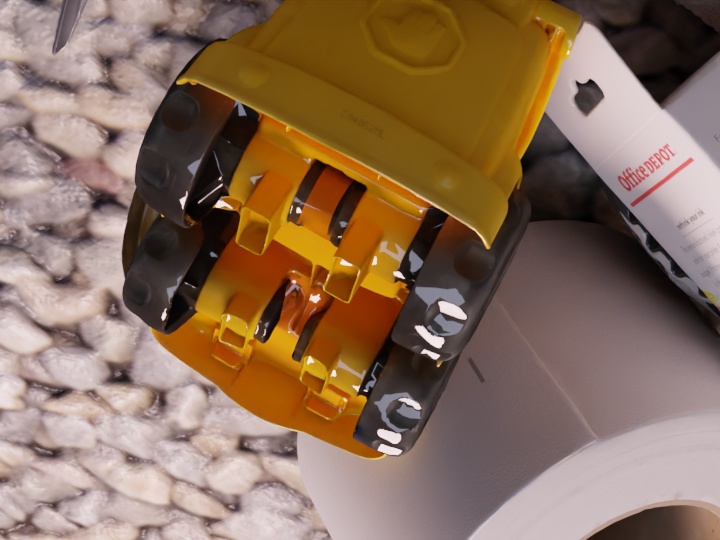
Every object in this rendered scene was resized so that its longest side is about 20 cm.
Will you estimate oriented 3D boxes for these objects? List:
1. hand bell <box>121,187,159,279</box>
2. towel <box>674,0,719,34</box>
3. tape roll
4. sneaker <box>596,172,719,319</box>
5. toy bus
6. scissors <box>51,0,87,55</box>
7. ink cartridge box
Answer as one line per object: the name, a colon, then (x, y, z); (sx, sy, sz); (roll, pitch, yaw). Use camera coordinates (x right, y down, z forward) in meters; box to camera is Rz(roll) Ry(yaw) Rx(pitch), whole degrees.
hand bell: (0.000, 0.000, 0.923); (0.200, 0.104, 0.104); (25, 138, -29)
towel: (0.171, -0.139, 0.752); (0.200, 0.034, 0.133); (32, 134, -18)
tape roll: (0.088, 0.097, 0.883); (0.203, 0.139, 0.203); (-15, 133, -17)
sneaker: (0.182, 0.008, 0.876); (0.200, 0.066, 0.091); (36, 167, 0)
toy bus: (0.008, -0.049, 0.778); (0.136, 0.192, 0.200); (27, 147, 5)
scissors: (-0.086, -0.163, 0.703); (0.073, 0.014, 0.200); (34, 125, -14)
ink cartridge box: (0.165, -0.029, 0.773); (0.200, 0.067, 0.117); (48, 169, 2)
